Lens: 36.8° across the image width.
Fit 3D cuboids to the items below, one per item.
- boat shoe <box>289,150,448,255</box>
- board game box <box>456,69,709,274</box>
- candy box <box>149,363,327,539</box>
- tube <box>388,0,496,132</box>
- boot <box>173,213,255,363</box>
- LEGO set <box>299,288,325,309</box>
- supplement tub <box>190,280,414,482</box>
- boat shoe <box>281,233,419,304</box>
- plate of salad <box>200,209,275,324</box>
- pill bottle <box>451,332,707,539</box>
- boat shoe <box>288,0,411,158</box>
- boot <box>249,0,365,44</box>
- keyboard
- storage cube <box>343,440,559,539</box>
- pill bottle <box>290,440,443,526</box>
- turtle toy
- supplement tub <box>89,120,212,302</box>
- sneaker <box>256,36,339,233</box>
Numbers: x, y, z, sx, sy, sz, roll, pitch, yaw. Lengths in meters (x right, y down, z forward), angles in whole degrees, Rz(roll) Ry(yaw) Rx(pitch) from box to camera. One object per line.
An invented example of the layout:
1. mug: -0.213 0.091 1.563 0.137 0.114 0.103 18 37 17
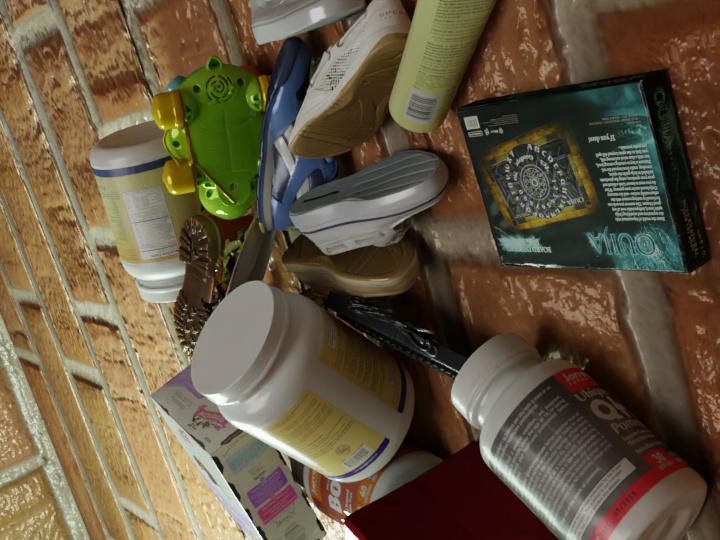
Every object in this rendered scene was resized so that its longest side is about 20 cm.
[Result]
1. boat shoe: 0.018 -0.058 1.002 0.199 0.074 0.067 -7 129 51
2. board game box: 0.157 -0.067 0.797 0.199 0.028 0.137 4 116 58
3. candy box: -0.142 0.225 1.256 0.167 0.071 0.201 29 150 52
4. tube: 0.067 -0.186 0.825 0.052 0.058 0.201 31 149 7
5. boot: -0.165 0.024 1.310 0.075 0.107 0.202 31 122 35
6. LEGO set: -0.106 0.109 1.286 0.199 0.115 0.155 -6 107 60
7. supplement tub: -0.057 0.112 1.093 0.199 0.147 0.145 36 168 -33
8. boat shoe: 0.000 0.000 1.086 0.199 0.074 0.069 11 145 55
9. plate of salad: -0.137 0.006 1.192 0.048 0.201 0.201 19 142 1
10. pill bottle: 0.165 0.142 0.859 0.200 0.110 0.112 44 145 34
11. boat shoe: -0.008 -0.170 0.964 0.200 0.070 0.070 -41 53 50
12. boot: -0.063 -0.260 0.965 0.199 0.073 0.097 12 121 64
13. keyboard: 0.043 0.066 1.009 0.199 0.021 0.127 24 166 37
14. storage cube: 0.101 0.310 1.035 0.179 0.170 0.202 39 142 40
15. pill bottle: 0.006 0.231 1.196 0.199 0.111 0.113 13 123 55
16. turtle toy: -0.148 -0.139 1.167 0.101 0.144 0.202 -117 20 -54
17. supplement tub: -0.244 -0.076 1.351 0.144 0.143 0.202 18 127 53
18. sneaker: -0.059 -0.132 1.077 0.074 0.081 0.202 -91 7 -63
